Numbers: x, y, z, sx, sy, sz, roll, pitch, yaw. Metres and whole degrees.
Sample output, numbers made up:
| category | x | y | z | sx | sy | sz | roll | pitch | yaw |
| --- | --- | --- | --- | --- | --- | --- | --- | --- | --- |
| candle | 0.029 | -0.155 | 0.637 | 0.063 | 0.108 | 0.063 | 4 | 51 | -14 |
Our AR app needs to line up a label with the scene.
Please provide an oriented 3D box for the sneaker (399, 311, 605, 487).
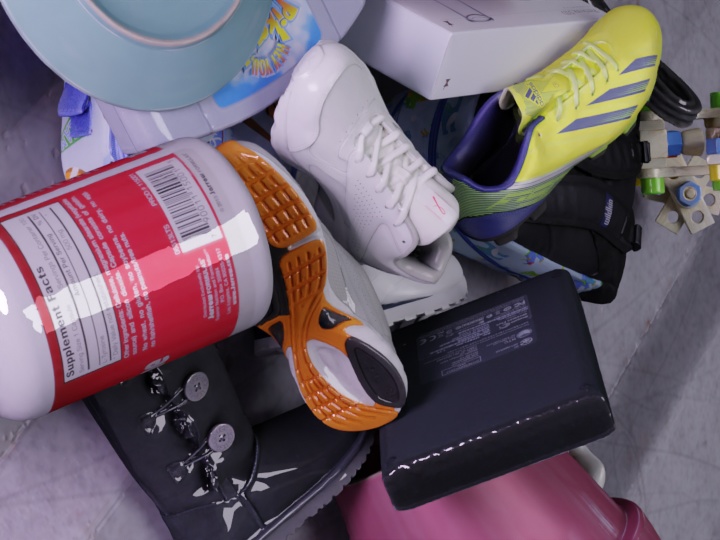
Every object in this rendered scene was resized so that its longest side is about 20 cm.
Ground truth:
| category | x | y | z | sx | sy | sz | roll | pitch | yaw |
| --- | --- | --- | --- | --- | --- | --- | --- | --- | --- |
| sneaker | 0.104 | 0.096 | 1.582 | 0.200 | 0.079 | 0.079 | 47 | 52 | -36 |

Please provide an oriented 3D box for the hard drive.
| category | x | y | z | sx | sy | sz | roll | pitch | yaw |
| --- | --- | --- | --- | --- | --- | --- | --- | --- | --- |
| hard drive | 0.078 | 0.069 | 1.387 | 0.200 | 0.139 | 0.033 | -92 | 159 | -69 |

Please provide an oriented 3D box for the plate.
| category | x | y | z | sx | sy | sz | roll | pitch | yaw |
| --- | --- | --- | --- | --- | --- | --- | --- | --- | --- |
| plate | -0.118 | -0.188 | 1.226 | 0.199 | 0.025 | 0.202 | 6 | 81 | -40 |

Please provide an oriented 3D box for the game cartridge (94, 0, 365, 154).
| category | x | y | z | sx | sy | sz | roll | pitch | yaw |
| --- | --- | --- | --- | --- | --- | --- | --- | --- | --- |
| game cartridge | -0.082 | -0.156 | 1.292 | 0.200 | 0.040 | 0.134 | -40 | 114 | -37 |

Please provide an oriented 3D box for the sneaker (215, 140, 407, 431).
| category | x | y | z | sx | sy | sz | roll | pitch | yaw |
| --- | --- | --- | --- | --- | --- | --- | --- | --- | --- |
| sneaker | -0.039 | 0.000 | 1.338 | 0.092 | 0.075 | 0.201 | -92 | 156 | -60 |

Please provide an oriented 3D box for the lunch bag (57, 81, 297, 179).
| category | x | y | z | sx | sy | sz | roll | pitch | yaw |
| --- | --- | --- | --- | --- | --- | --- | --- | --- | --- |
| lunch bag | -0.108 | -0.125 | 1.338 | 0.160 | 0.075 | 0.202 | 10 | 77 | -47 |

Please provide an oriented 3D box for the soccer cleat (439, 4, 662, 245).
| category | x | y | z | sx | sy | sz | roll | pitch | yaw |
| --- | --- | --- | --- | --- | --- | --- | --- | --- | --- |
| soccer cleat | 0.125 | -0.104 | 1.440 | 0.200 | 0.065 | 0.084 | -48 | 141 | -15 |

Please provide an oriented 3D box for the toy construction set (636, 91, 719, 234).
| category | x | y | z | sx | sy | sz | roll | pitch | yaw |
| --- | --- | --- | --- | --- | --- | --- | --- | --- | --- |
| toy construction set | 0.235 | -0.089 | 1.703 | 0.200 | 0.130 | 0.093 | 87 | -2 | -77 |

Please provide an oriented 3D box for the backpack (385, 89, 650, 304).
| category | x | y | z | sx | sy | sz | roll | pitch | yaw |
| --- | --- | --- | --- | --- | --- | --- | --- | --- | --- |
| backpack | 0.102 | -0.069 | 1.559 | 0.200 | 0.153 | 0.165 | 10 | 86 | -64 |

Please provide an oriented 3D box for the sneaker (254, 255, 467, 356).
| category | x | y | z | sx | sy | sz | roll | pitch | yaw |
| --- | --- | --- | --- | --- | --- | --- | --- | --- | --- |
| sneaker | 0.000 | 0.000 | 1.467 | 0.199 | 0.076 | 0.081 | -13 | 88 | -53 |

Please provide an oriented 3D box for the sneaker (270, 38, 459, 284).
| category | x | y | z | sx | sy | sz | roll | pitch | yaw |
| --- | --- | --- | --- | --- | --- | --- | --- | --- | --- |
| sneaker | 0.014 | -0.061 | 1.330 | 0.078 | 0.099 | 0.200 | -55 | 150 | -17 |

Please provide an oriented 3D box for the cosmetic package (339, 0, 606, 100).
| category | x | y | z | sx | sy | sz | roll | pitch | yaw |
| --- | --- | --- | --- | --- | --- | --- | --- | --- | --- |
| cosmetic package | 0.054 | -0.171 | 1.485 | 0.199 | 0.150 | 0.052 | -13 | 130 | -52 |

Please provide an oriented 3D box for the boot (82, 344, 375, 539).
| category | x | y | z | sx | sy | sz | roll | pitch | yaw |
| --- | --- | --- | --- | --- | --- | --- | --- | --- | --- |
| boot | -0.086 | 0.066 | 1.346 | 0.165 | 0.065 | 0.201 | -47 | 120 | -34 |

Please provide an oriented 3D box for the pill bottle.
| category | x | y | z | sx | sy | sz | roll | pitch | yaw |
| --- | --- | --- | --- | --- | --- | --- | --- | --- | --- |
| pill bottle | -0.156 | 0.011 | 1.192 | 0.199 | 0.112 | 0.113 | -22 | 105 | -25 |

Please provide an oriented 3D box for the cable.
| category | x | y | z | sx | sy | sz | roll | pitch | yaw |
| --- | --- | --- | --- | --- | --- | --- | --- | --- | --- |
| cable | 0.170 | -0.171 | 1.637 | 0.200 | 0.050 | 0.097 | 46 | 25 | 10 |

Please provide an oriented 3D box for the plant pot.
| category | x | y | z | sx | sy | sz | roll | pitch | yaw |
| --- | --- | --- | --- | --- | --- | --- | --- | --- | --- |
| plant pot | 0.079 | 0.176 | 1.463 | 0.180 | 0.199 | 0.200 | 57 | 44 | -10 |
